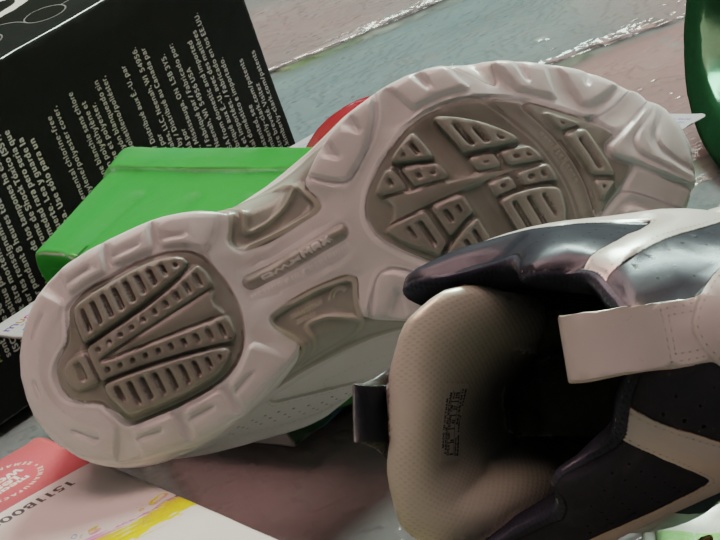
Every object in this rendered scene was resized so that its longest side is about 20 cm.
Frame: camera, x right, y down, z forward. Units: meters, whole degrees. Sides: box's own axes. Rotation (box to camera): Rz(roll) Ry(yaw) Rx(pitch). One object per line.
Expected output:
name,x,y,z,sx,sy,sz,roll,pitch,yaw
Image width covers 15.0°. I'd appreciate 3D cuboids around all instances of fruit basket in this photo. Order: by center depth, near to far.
fruit basket,-0.004,-0.011,0.967,0.185,0.094,0.200,2,20,44

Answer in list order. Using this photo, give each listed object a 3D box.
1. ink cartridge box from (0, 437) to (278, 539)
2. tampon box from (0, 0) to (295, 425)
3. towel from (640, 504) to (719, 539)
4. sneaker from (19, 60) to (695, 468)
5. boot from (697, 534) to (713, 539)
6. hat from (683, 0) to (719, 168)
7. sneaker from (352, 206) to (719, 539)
ink cartridge box,-0.077,0.114,0.713,0.116,0.068,0.200,-30,23,-26
tampon box,-0.148,-0.036,1.082,0.150,0.126,0.200,3,30,47
towel,0.147,0.039,0.770,0.152,0.023,0.200,-15,20,11
sneaker,0.000,0.000,0.794,0.200,0.078,0.099,-20,-11,-1
boot,0.028,0.110,0.598,0.200,0.073,0.155,16,39,41
hat,0.234,-0.094,0.991,0.176,0.166,0.200,10,24,-16
sneaker,0.042,0.030,0.653,0.129,0.080,0.199,-6,-3,-27
